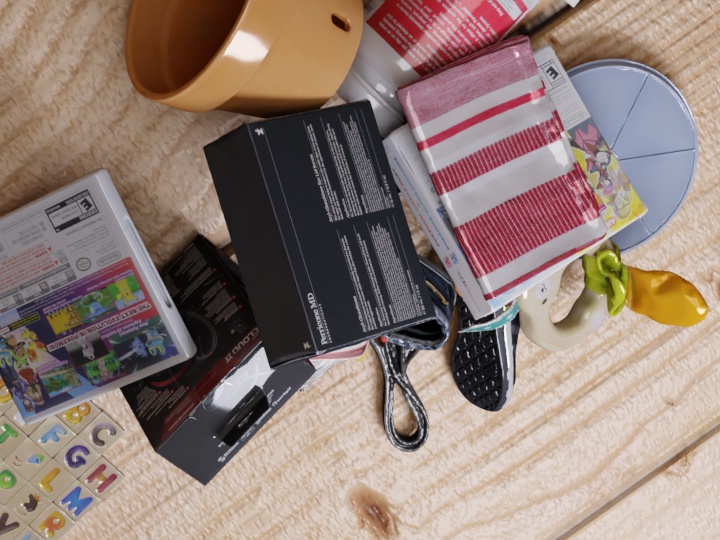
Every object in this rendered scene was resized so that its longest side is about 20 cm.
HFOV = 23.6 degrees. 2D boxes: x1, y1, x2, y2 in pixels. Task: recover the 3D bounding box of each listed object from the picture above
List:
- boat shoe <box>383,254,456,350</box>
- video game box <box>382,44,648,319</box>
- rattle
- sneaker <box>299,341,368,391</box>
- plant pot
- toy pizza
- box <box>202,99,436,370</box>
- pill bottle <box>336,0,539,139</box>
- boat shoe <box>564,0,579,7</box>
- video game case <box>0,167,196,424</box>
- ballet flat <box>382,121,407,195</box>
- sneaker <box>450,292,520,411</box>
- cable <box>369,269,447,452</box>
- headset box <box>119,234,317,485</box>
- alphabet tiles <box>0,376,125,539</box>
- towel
[{"bbox_3d":[0.000,0.000,1.588,0.199,0.091,0.071,26,114,-8],"label":"boat shoe"},{"bbox_3d":[0.139,-0.082,1.568,0.199,0.047,0.183,-30,87,-26],"label":"video game box"},{"bbox_3d":[0.201,0.038,1.603,0.199,0.143,0.131,-1,128,-49],"label":"rattle"},{"bbox_3d":[-0.082,0.090,1.648,0.198,0.078,0.083,-22,124,3],"label":"sneaker"},{"bbox_3d":[-0.092,-0.217,1.492,0.139,0.200,0.201,22,103,-37],"label":"plant pot"},{"bbox_3d":[0.234,-0.109,1.681,0.198,0.032,0.202,-5,110,-12],"label":"toy pizza"},{"bbox_3d":[-0.035,-0.032,1.483,0.140,0.079,0.202,-14,85,-42],"label":"box"},{"bbox_3d":[0.062,-0.219,1.560,0.200,0.112,0.112,-46,112,4],"label":"pill bottle"},{"bbox_3d":[0.148,-0.322,1.566,0.200,0.075,0.062,40,98,-23],"label":"boat shoe"},{"bbox_3d":[-0.264,0.026,1.539,0.199,0.023,0.183,-22,99,27],"label":"video game case"},{"bbox_3d":[0.020,-0.091,1.619,0.199,0.057,0.067,-33,115,6],"label":"ballet flat"},{"bbox_3d":[0.140,0.048,1.690,0.083,0.071,0.202,-32,136,-37],"label":"sneaker"},{"bbox_3d":[0.035,0.088,1.689,0.096,0.050,0.202,1,106,-11],"label":"cable"},{"bbox_3d":[-0.139,0.084,1.560,0.149,0.200,0.075,-46,130,4],"label":"headset box"},{"bbox_3d":[-0.331,0.192,1.660,0.200,0.006,0.166,-43,112,3],"label":"alphabet tiles"},{"bbox_3d":[0.127,-0.093,1.518,0.143,0.023,0.202,-26,95,-25],"label":"towel"}]
